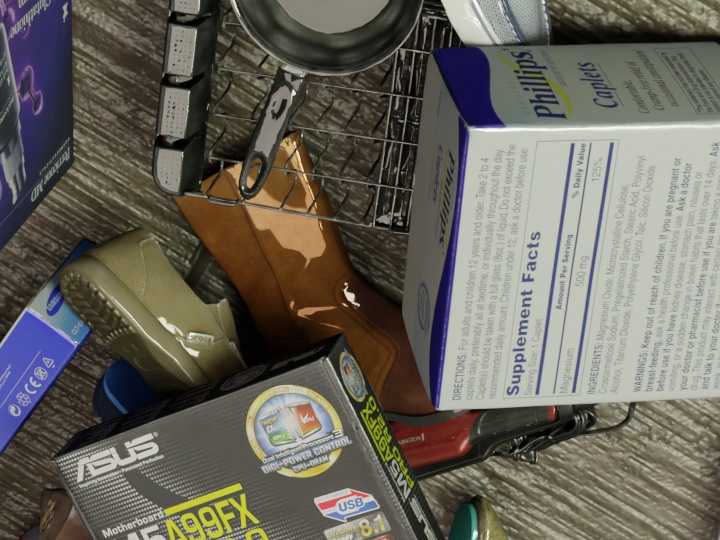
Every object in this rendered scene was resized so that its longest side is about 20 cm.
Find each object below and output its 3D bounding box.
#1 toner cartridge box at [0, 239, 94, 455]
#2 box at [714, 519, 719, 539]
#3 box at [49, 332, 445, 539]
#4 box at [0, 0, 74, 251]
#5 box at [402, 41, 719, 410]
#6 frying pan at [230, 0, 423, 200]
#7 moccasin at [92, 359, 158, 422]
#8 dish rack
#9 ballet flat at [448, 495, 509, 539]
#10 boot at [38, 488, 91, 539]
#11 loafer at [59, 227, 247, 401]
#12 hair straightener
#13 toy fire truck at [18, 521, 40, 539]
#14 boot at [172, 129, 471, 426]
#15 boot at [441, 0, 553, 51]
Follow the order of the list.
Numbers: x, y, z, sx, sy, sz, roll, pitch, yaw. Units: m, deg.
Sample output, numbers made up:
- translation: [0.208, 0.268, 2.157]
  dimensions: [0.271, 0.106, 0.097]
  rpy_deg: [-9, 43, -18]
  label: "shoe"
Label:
- translation: [-0.231, 0.076, 1.458]
  dimensions: [0.043, 0.095, 0.200]
  rpy_deg: [36, 123, -5]
  label: "toner cartridge box"
- translation: [0.300, 0.178, 1.374]
  dimensions: [0.156, 0.041, 0.200]
  rpy_deg: [14, 122, 10]
  label: "box"
- translation: [-0.066, 0.145, 1.340]
  dimensions: [0.200, 0.044, 0.160]
  rpy_deg: [-20, 104, 21]
  label: "box"
- translation: [-0.245, -0.124, 1.314]
  dimensions: [0.104, 0.148, 0.200]
  rpy_deg: [10, 123, 12]
  label: "box"
- translation: [0.134, -0.027, 1.228]
  dimensions: [0.199, 0.105, 0.184]
  rpy_deg: [-2, 122, -11]
  label: "box"
- translation: [-0.017, -0.131, 1.239]
  dimensions: [0.115, 0.031, 0.190]
  rpy_deg: [3, 114, 13]
  label: "frying pan"
- translation: [-0.098, 0.139, 1.461]
  dimensions: [0.200, 0.081, 0.068]
  rpy_deg: [36, 128, -4]
  label: "moccasin"
- translation: [-0.025, -0.101, 1.293]
  dimensions: [0.199, 0.055, 0.154]
  rpy_deg: [10, 107, 7]
  label: "dish rack"
- translation: [0.076, 0.230, 1.472]
  dimensions: [0.071, 0.071, 0.200]
  rpy_deg: [21, 123, 6]
  label: "ballet flat"
- translation: [-0.108, 0.171, 1.416]
  dimensions: [0.200, 0.064, 0.187]
  rpy_deg: [25, 132, -6]
  label: "boot"
- translation: [-0.102, 0.052, 1.386]
  dimensions: [0.200, 0.067, 0.076]
  rpy_deg: [50, 154, -22]
  label: "loafer"
- translation: [0.096, 0.096, 1.392]
  dimensions: [0.200, 0.041, 0.077]
  rpy_deg: [-24, 153, 32]
  label: "hair straightener"
- translation: [-0.144, 0.234, 1.550]
  dimensions: [0.200, 0.049, 0.141]
  rpy_deg: [43, 123, -8]
  label: "toy fire truck"
- translation: [0.000, 0.000, 1.371]
  dimensions: [0.188, 0.068, 0.200]
  rpy_deg: [-15, 106, 34]
  label: "boot"
- translation: [0.082, -0.198, 1.203]
  dimensions: [0.090, 0.073, 0.200]
  rpy_deg: [-14, 114, 31]
  label: "boot"
